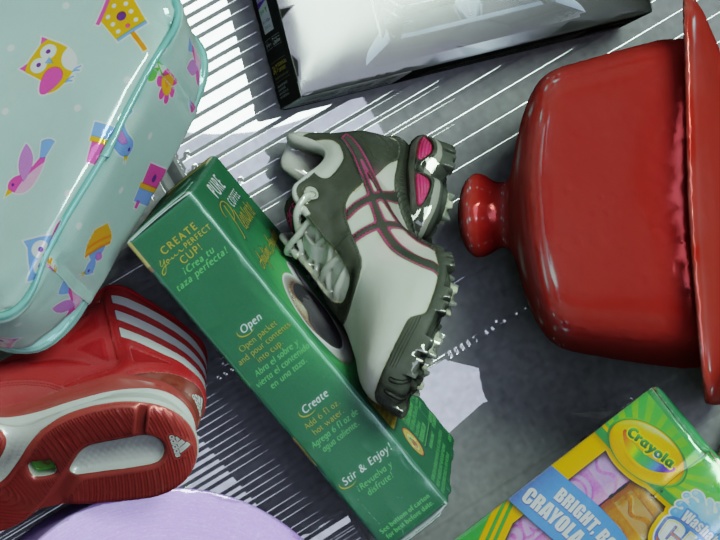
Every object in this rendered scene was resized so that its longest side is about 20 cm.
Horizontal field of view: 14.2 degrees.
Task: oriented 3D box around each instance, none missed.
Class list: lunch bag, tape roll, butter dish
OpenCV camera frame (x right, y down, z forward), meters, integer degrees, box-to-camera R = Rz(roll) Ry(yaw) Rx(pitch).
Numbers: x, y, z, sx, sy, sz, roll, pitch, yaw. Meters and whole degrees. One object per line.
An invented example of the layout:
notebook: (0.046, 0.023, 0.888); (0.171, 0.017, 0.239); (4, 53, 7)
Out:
lunch bag: (-0.176, -0.072, 1.407); (0.160, 0.077, 0.200); (22, 76, 21)
tape roll: (-0.100, 0.208, 1.436); (0.200, 0.066, 0.201); (1, 87, -14)
butter dish: (0.123, -0.030, 1.469); (0.147, 0.199, 0.201); (-2, 86, 9)

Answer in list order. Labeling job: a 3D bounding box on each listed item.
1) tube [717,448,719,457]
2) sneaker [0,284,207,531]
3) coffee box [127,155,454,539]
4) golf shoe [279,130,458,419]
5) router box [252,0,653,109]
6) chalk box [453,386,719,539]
tube: (0.212, 0.119, 1.534); (0.052, 0.058, 0.200); (19, 75, 32)
sneaker: (-0.167, 0.067, 1.435); (0.199, 0.116, 0.079); (-2, 121, 11)
coffee box: (-0.031, 0.038, 1.436); (0.044, 0.123, 0.200); (-38, 98, 10)
golf shoe: (0.000, 0.000, 1.428); (0.088, 0.200, 0.077); (14, 122, -10)
router box: (0.036, -0.184, 1.504); (0.200, 0.052, 0.158); (-14, 89, -15)
chalk box: (0.142, 0.144, 1.438); (0.200, 0.125, 0.124); (-38, 76, -3)
